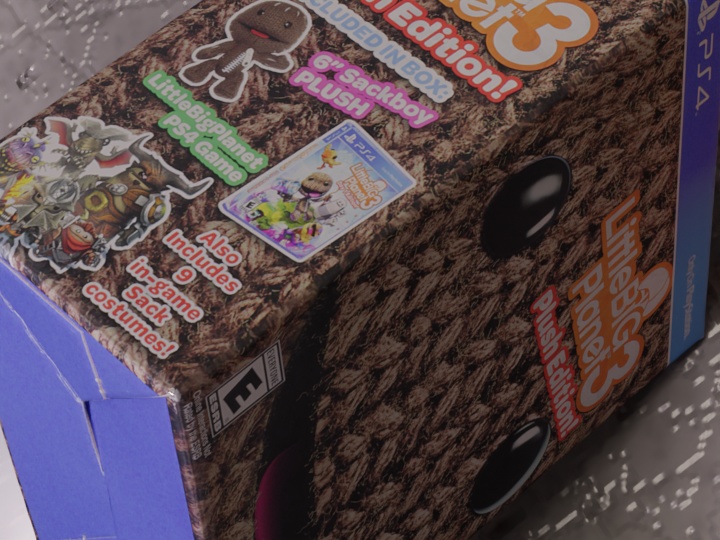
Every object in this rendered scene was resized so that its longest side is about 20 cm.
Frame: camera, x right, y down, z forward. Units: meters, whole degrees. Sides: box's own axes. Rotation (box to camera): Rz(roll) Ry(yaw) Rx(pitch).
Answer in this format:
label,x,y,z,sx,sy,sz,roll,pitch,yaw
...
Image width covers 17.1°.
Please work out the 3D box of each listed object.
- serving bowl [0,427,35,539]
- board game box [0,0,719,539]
label,x,y,z,sx,sy,sz,roll,pitch,yaw
serving bowl,-0.086,0.136,0.771,0.199,0.066,0.202,-9,69,24
board game box,0.000,0.000,0.671,0.200,0.160,0.097,-38,57,-24
